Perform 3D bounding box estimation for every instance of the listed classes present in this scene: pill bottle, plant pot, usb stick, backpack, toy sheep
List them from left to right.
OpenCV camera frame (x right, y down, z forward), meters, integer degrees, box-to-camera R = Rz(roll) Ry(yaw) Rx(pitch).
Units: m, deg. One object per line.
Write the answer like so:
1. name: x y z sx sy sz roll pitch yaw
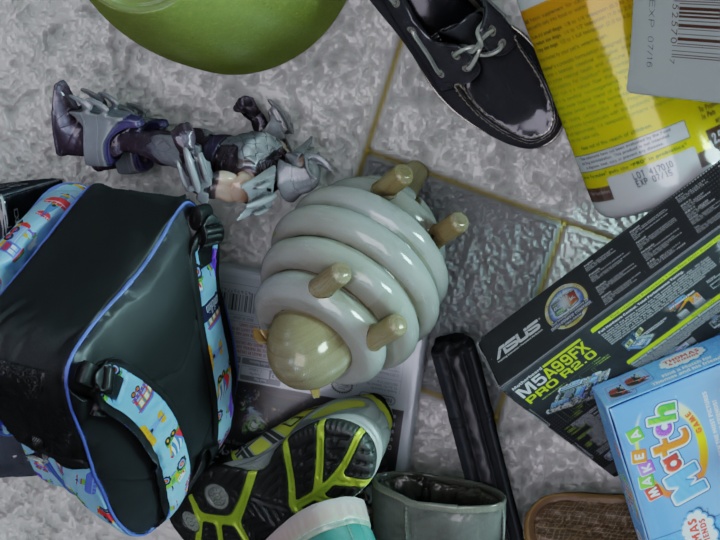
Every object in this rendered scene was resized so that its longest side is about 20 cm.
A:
1. backpack: -0.163 0.065 1.094 0.134 0.183 0.201 12 138 24
2. plant pot: -0.110 -0.215 1.063 0.186 0.200 0.189 2 100 11
3. toy sheep: 0.000 0.000 1.100 0.137 0.200 0.138 25 146 19
4. usb stick: 0.087 0.141 1.160 0.032 0.055 0.202 -15 97 -2
5. pill bottle: 0.169 -0.143 1.064 0.109 0.109 0.201 -20 96 15

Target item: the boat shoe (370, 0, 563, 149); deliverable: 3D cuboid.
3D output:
1. boat shoe: 0.063 -0.154 1.099 0.073 0.063 0.200 -40 100 12

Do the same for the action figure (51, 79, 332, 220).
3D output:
1. action figure: -0.111 -0.084 1.130 0.199 0.130 0.070 11 104 21

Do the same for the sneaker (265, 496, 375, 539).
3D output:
1. sneaker: -0.045 0.231 1.130 0.200 0.071 0.080 -53 45 49

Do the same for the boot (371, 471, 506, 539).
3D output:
1. boot: 0.020 0.240 1.161 0.180 0.073 0.201 0 113 17

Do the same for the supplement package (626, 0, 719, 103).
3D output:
1. supplement package: 0.270 -0.160 0.982 0.117 0.199 0.118 15 107 54

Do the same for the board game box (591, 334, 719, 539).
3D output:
1. board game box: 0.264 0.107 1.074 0.199 0.037 0.152 -22 115 -3

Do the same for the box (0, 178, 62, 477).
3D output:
1. box: -0.311 0.044 1.195 0.198 0.117 0.198 -5 99 12

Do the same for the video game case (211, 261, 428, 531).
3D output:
1. video game case: -0.056 0.093 1.199 0.198 0.023 0.183 10 101 9

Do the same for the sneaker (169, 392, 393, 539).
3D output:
1. sneaker: -0.053 0.146 1.163 0.199 0.076 0.076 -25 98 33

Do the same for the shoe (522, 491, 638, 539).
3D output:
1. shoe: 0.212 0.186 1.148 0.198 0.053 0.070 7 73 7

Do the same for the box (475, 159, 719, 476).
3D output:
1. box: 0.199 0.036 1.073 0.200 0.044 0.160 -38 135 16
